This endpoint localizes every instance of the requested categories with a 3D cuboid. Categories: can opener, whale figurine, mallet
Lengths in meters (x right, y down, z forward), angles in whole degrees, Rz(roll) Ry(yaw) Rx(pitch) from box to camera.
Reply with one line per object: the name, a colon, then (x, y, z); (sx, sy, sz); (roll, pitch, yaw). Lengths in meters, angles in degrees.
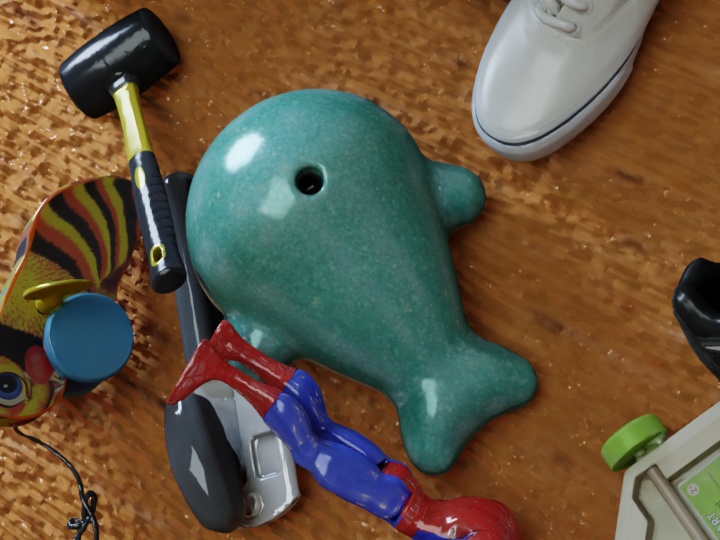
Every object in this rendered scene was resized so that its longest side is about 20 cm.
can opener: (-0.076, 0.035, 0.789); (0.053, 0.067, 0.202); (-17, 73, 19)
whale figurine: (0.000, 0.000, 0.737); (0.159, 0.104, 0.200); (-36, 76, -9)
mallet: (-0.110, -0.069, 0.809); (0.066, 0.041, 0.201); (-37, 45, 8)

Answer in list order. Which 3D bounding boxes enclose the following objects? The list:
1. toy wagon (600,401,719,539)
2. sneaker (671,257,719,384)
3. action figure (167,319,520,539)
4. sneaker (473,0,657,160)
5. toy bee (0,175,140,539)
toy wagon: (0.171, 0.128, 0.674); (0.200, 0.040, 0.156); (-39, 66, 13)
sneaker: (0.203, -0.007, 0.582); (0.098, 0.071, 0.200); (45, 129, -14)
action figure: (-0.005, 0.118, 0.705); (0.199, 0.065, 0.100); (31, 107, 3)
sneaker: (0.113, -0.148, 0.732); (0.073, 0.071, 0.201); (34, 94, 26)
toy bee: (-0.175, 0.038, 0.800); (0.131, 0.108, 0.202); (128, 148, -47)
